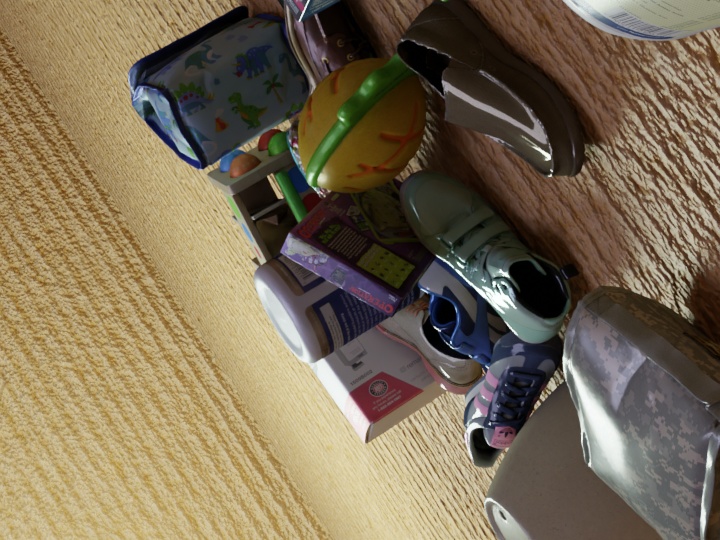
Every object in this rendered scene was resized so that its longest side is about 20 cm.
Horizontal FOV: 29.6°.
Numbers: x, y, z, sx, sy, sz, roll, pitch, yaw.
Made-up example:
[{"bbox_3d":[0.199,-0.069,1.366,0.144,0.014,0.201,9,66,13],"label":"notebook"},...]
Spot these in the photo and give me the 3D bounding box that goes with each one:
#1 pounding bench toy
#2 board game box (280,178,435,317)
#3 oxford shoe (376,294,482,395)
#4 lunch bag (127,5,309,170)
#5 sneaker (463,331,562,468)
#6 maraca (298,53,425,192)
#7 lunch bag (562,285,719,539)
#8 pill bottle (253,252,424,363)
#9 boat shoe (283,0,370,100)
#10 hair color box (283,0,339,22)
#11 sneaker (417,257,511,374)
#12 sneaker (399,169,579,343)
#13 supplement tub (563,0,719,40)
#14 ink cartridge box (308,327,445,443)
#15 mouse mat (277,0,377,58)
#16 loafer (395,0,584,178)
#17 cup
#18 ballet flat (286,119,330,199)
[{"bbox_3d":[-0.085,-0.081,1.631,0.156,0.124,0.200,63,169,-18],"label":"pounding bench toy"},{"bbox_3d":[0.015,-0.035,1.290,0.120,0.200,0.032,34,121,4],"label":"board game box"},{"bbox_3d":[0.069,0.051,1.557,0.200,0.071,0.074,41,154,22],"label":"oxford shoe"},{"bbox_3d":[-0.167,-0.217,1.571,0.128,0.170,0.200,64,165,-22],"label":"lunch bag"},{"bbox_3d":[0.152,0.129,1.347,0.200,0.070,0.082,108,170,-57],"label":"sneaker"},{"bbox_3d":[0.006,-0.139,1.224,0.107,0.137,0.200,41,155,4],"label":"maraca"},{"bbox_3d":[0.242,0.112,1.023,0.164,0.117,0.200,46,165,42],"label":"lunch bag"},{"bbox_3d":[0.000,0.000,1.409,0.116,0.200,0.116,53,164,22],"label":"pill bottle"},{"bbox_3d":[-0.021,-0.212,1.323,0.067,0.072,0.201,1,119,29],"label":"boat shoe"},{"bbox_3d":[-0.039,-0.299,1.158,0.100,0.060,0.200,58,164,3],"label":"hair color box"},{"bbox_3d":[0.112,0.053,1.383,0.074,0.082,0.200,37,157,50],"label":"sneaker"},{"bbox_3d":[0.118,-0.025,1.223,0.200,0.074,0.118,47,170,6],"label":"sneaker"},{"bbox_3d":[0.173,-0.187,0.610,0.145,0.145,0.200,61,164,-10],"label":"supplement tub"},{"bbox_3d":[0.010,0.081,1.632,0.200,0.146,0.083,53,163,18],"label":"ink cartridge box"},{"bbox_3d":[-0.049,-0.271,1.410,0.200,0.008,0.161,58,165,5],"label":"mouse mat"},{"bbox_3d":[0.100,-0.137,1.082,0.200,0.067,0.076,49,162,31],"label":"loafer"},{"bbox_3d":[0.204,0.220,1.300,0.200,0.143,0.201,52,163,23],"label":"cup"},{"bbox_3d":[-0.009,-0.090,1.549,0.064,0.076,0.200,-15,113,42],"label":"ballet flat"}]
